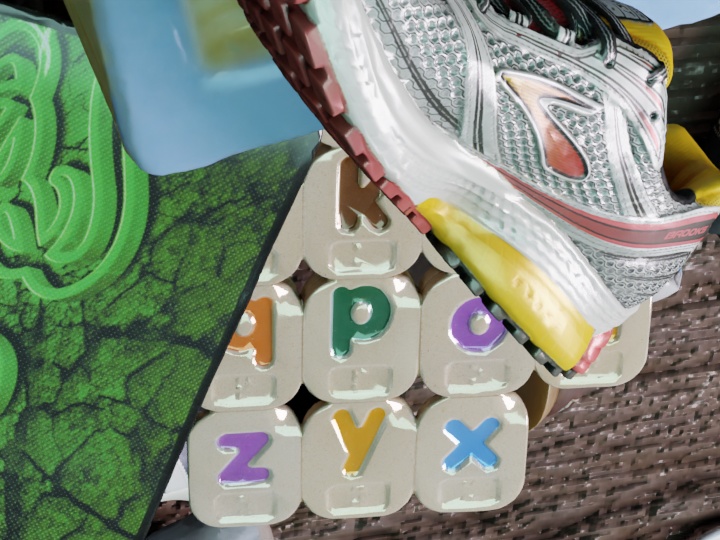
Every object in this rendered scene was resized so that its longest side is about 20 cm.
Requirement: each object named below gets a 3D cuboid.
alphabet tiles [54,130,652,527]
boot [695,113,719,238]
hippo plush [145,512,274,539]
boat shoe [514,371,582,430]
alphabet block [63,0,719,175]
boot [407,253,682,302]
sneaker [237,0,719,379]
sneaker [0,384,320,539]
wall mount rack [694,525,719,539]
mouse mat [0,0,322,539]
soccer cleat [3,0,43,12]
[{"bbox_3d":[0.000,0.000,0.763,0.200,0.015,0.196,-3,120,-6],"label":"alphabet tiles"},{"bbox_3d":[0.243,-0.062,0.911,0.200,0.076,0.168,21,118,-25],"label":"boot"},{"bbox_3d":[-0.144,0.145,0.899,0.161,0.159,0.200,33,94,-4],"label":"hippo plush"},{"bbox_3d":[0.069,-0.036,0.876,0.070,0.070,0.200,-32,135,-47],"label":"boat shoe"},{"bbox_3d":[-0.012,-0.177,0.656,0.196,0.200,0.196,-16,127,-10],"label":"alphabet block"},{"bbox_3d":[0.039,-0.064,0.798,0.095,0.074,0.200,-21,112,23],"label":"boot"},{"bbox_3d":[0.030,-0.054,0.591,0.082,0.078,0.200,-41,138,5],"label":"sneaker"},{"bbox_3d":[-0.079,0.046,0.841,0.200,0.075,0.085,-8,140,-46],"label":"sneaker"},{"bbox_3d":[0.223,0.199,1.091,0.200,0.075,0.174,18,116,-29],"label":"wall mount rack"},{"bbox_3d":[-0.117,0.010,0.734,0.161,0.008,0.200,15,115,-20],"label":"mouse mat"},{"bbox_3d":[-0.143,-0.142,0.714,0.068,0.073,0.200,-8,131,10],"label":"soccer cleat"}]
